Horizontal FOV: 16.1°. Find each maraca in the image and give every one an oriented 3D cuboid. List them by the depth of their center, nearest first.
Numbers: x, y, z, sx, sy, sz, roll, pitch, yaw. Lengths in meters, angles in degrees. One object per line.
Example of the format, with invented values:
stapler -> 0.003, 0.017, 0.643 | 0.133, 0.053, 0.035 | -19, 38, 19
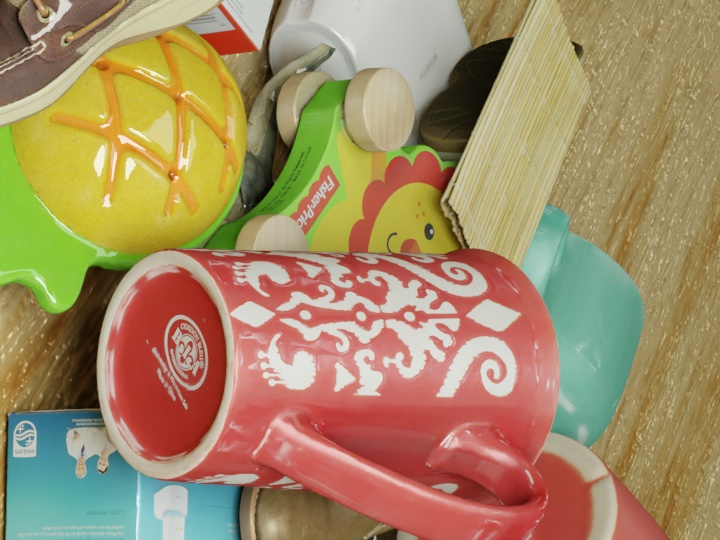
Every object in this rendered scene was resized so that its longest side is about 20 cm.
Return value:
maraca -> -0.133, -0.059, 1.266 | 0.200, 0.107, 0.137 | -37, 93, -43

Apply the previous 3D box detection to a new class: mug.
mug -> -0.005, 0.052, 1.229 | 0.199, 0.177, 0.134 | 6, 96, -41
mug -> 0.088, 0.045, 1.619 | 0.185, 0.152, 0.115 | 52, 48, -40

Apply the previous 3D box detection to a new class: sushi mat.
sushi mat -> 0.093, -0.074, 1.495 | 0.200, 0.012, 0.096 | -65, 145, -39

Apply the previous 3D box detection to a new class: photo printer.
photo printer -> 0.015, -0.116, 1.586 | 0.167, 0.069, 0.201 | -55, 134, -50

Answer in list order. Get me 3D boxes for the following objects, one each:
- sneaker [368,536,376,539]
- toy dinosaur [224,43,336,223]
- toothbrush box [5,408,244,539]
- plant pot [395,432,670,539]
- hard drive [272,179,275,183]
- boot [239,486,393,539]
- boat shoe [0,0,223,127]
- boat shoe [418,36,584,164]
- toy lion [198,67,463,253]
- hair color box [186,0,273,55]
sneaker -> -0.040, 0.154, 1.422 | 0.200, 0.073, 0.112 | -62, 159, -57
toy dinosaur -> -0.074, -0.050, 1.397 | 0.088, 0.047, 0.201 | 27, 66, -33
toothbrush box -> -0.108, 0.175, 1.302 | 0.146, 0.085, 0.201 | 12, 75, -61
plant pot -> 0.115, 0.208, 1.585 | 0.178, 0.200, 0.201 | 63, 36, -44
hard drive -> -0.050, 0.030, 1.494 | 0.200, 0.026, 0.132 | 49, 46, -48
boot -> 0.007, 0.113, 1.362 | 0.200, 0.075, 0.074 | -21, 110, -56
boat shoe -> -0.147, -0.133, 1.212 | 0.200, 0.072, 0.072 | -28, 141, -26
boat shoe -> 0.087, -0.091, 1.579 | 0.201, 0.071, 0.066 | -47, 140, -59
toy lion -> 0.000, 0.000, 1.399 | 0.200, 0.068, 0.192 | -55, 130, -38
hair color box -> -0.084, -0.231, 1.423 | 0.111, 0.064, 0.201 | 49, 46, -47
